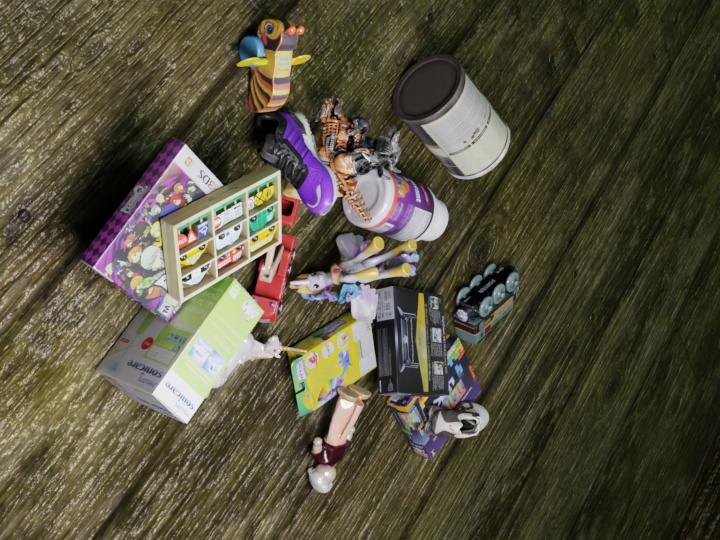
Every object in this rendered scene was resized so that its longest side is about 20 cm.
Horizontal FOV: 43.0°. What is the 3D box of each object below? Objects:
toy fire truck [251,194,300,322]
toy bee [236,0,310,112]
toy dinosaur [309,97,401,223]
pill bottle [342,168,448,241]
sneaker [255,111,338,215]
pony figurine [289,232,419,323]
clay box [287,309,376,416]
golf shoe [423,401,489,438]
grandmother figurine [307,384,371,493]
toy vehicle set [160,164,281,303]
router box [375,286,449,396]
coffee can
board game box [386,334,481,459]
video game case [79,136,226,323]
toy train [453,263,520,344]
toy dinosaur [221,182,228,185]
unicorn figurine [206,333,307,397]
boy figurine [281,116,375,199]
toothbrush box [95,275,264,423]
[{"bbox_3d":[-0.137,-0.015,1.439,0.141,0.048,0.201,59,45,-88],"label":"toy fire truck"},{"bbox_3d":[-0.135,-0.338,1.385,0.131,0.108,0.201,-39,125,-33],"label":"toy bee"},{"bbox_3d":[-0.013,-0.182,1.492,0.135,0.102,0.201,-13,109,-22],"label":"toy dinosaur"},{"bbox_3d":[0.070,-0.113,1.656,0.200,0.111,0.112,16,87,-48],"label":"pill bottle"},{"bbox_3d":[-0.111,-0.169,1.420,0.099,0.201,0.070,3,140,-44],"label":"sneaker"},{"bbox_3d":[0.000,0.000,1.563,0.193,0.199,0.167,-1,75,-53],"label":"pony figurine"},{"bbox_3d":[-0.057,0.162,1.626,0.200,0.047,0.115,-29,121,-40],"label":"clay box"},{"bbox_3d":[0.213,0.312,1.847,0.199,0.088,0.078,4,95,-49],"label":"golf shoe"},{"bbox_3d":[-0.046,0.307,1.636,0.121,0.060,0.201,4,109,-48],"label":"grandmother figurine"},{"bbox_3d":[-0.188,-0.054,1.273,0.200,0.026,0.125,-34,139,-39],"label":"toy vehicle set"},{"bbox_3d":[0.099,0.138,1.743,0.157,0.052,0.201,11,72,-46],"label":"router box"},{"bbox_3d":[0.172,-0.283,1.702,0.200,0.146,0.147,40,70,-45],"label":"coffee can"},{"bbox_3d":[0.154,0.257,1.874,0.200,0.057,0.166,-49,129,-28],"label":"board game box"},{"bbox_3d":[-0.258,-0.050,1.236,0.200,0.036,0.181,-55,146,-11],"label":"video game case"},{"bbox_3d":[0.270,0.068,1.945,0.200,0.085,0.114,-37,136,-38],"label":"toy train"},{"bbox_3d":[-0.241,-0.067,1.351,0.136,0.086,0.200,-61,142,-16],"label":"toy dinosaur"},{"bbox_3d":[-0.201,0.125,1.454,0.200,0.074,0.138,-37,135,-20],"label":"unicorn figurine"},{"bbox_3d":[-0.052,-0.175,1.542,0.200,0.064,0.125,-44,121,-30],"label":"boy figurine"},{"bbox_3d":[-0.259,0.100,1.319,0.200,0.145,0.086,-57,134,-21],"label":"toothbrush box"}]
